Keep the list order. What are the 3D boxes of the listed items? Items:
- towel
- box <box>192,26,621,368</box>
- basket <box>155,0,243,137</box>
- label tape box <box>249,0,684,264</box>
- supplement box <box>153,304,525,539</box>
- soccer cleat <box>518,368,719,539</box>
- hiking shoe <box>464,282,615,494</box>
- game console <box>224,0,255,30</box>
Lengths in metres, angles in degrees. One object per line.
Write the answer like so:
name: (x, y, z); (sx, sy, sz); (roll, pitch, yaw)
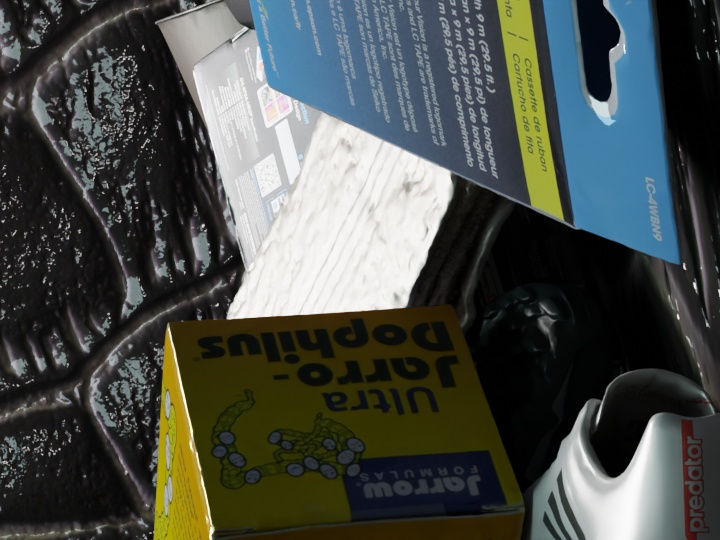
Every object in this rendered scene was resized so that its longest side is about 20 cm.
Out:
towel: (0.000, 0.000, 0.968); (0.201, 0.034, 0.133); (-63, 29, 30)
box: (0.013, -0.028, 1.035); (0.159, 0.046, 0.201); (-31, 69, 45)
basket: (-0.003, -0.063, 1.315); (0.180, 0.136, 0.201); (-13, 99, 49)
label tape box: (0.038, -0.103, 0.750); (0.199, 0.066, 0.144); (26, 136, 45)
supplement box: (-0.016, 0.125, 0.904); (0.110, 0.108, 0.201); (-109, 20, -49)
soccer cleat: (0.089, 0.072, 0.796); (0.200, 0.068, 0.086); (-134, 44, -85)
hiking shoe: (0.074, 0.077, 0.949); (0.201, 0.086, 0.075); (104, 157, -45)
game console: (-0.043, -0.174, 0.948); (0.200, 0.031, 0.178); (9, 124, 66)
